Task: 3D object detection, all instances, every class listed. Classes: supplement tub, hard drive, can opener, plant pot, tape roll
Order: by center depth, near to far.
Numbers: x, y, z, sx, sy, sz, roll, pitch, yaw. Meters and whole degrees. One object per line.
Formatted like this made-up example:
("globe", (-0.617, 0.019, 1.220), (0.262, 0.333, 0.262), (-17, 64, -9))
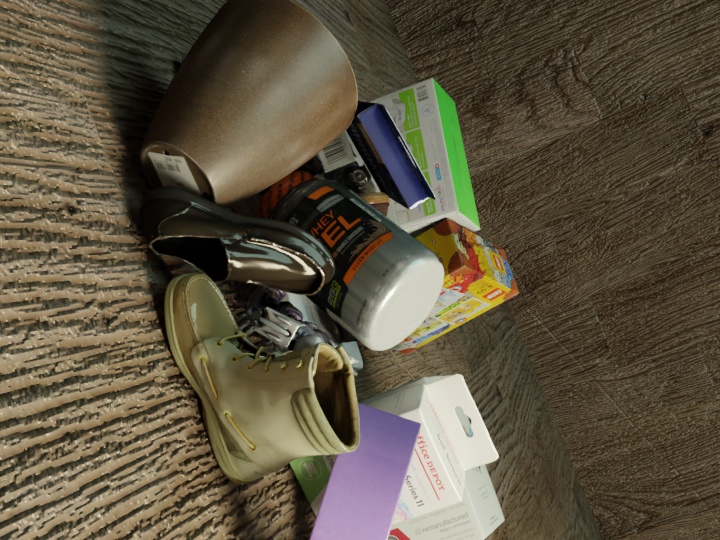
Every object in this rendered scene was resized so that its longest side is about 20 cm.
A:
("tape roll", (-0.002, 0.231, 0.871), (0.200, 0.065, 0.201), (17, 90, -85))
("plant pot", (-0.132, -0.153, 0.959), (0.200, 0.186, 0.187), (-53, 125, -36))
("supplement tub", (-0.017, -0.016, 1.006), (0.200, 0.123, 0.122), (38, 1, 28))
("hard drive", (-0.059, 0.061, 1.201), (0.200, 0.025, 0.133), (25, 45, -68))
("can opener", (-0.045, -0.162, 1.217), (0.201, 0.053, 0.067), (60, -11, 15))

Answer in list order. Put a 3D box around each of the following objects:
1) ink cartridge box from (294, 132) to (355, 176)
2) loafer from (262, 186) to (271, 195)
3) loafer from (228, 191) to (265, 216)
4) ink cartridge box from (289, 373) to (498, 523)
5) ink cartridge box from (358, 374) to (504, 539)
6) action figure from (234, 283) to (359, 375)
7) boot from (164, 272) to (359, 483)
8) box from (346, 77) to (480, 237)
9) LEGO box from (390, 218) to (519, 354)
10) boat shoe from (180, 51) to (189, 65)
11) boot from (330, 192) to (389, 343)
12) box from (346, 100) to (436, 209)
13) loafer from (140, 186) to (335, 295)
("ink cartridge box", (-0.090, -0.170, 1.167), (0.200, 0.050, 0.110), (-1, -68, 60))
("loafer", (-0.082, -0.070, 1.188), (0.063, 0.072, 0.200), (36, -11, 11))
("loafer", (-0.148, -0.124, 1.087), (0.201, 0.063, 0.072), (66, 15, -6))
("ink cartridge box", (0.037, 0.201, 0.996), (0.118, 0.199, 0.067), (64, 15, -10))
("ink cartridge box", (0.068, 0.244, 1.148), (0.201, 0.145, 0.145), (70, 16, 13))
("action figure", (-0.073, 0.067, 0.948), (0.130, 0.069, 0.200), (44, -1, -22))
("boot", (-0.087, 0.079, 0.822), (0.072, 0.154, 0.201), (-17, 85, -51))
("box", (0.052, -0.135, 1.283), (0.097, 0.176, 0.201), (27, 49, -60))
("LEGO box", (0.090, 0.027, 1.274), (0.149, 0.199, 0.078), (22, 44, -48))
("boat shoe", (-0.154, -0.182, 1.147), (0.201, 0.062, 0.072), (64, 15, -13))
("boot", (0.000, 0.000, 1.143), (0.200, 0.072, 0.168), (134, -49, -74))
("box", (0.025, -0.137, 1.076), (0.122, 0.032, 0.200), (60, -4, -15))
("loafer", (-0.120, -0.012, 0.896), (0.199, 0.073, 0.072), (18, 45, -16))
